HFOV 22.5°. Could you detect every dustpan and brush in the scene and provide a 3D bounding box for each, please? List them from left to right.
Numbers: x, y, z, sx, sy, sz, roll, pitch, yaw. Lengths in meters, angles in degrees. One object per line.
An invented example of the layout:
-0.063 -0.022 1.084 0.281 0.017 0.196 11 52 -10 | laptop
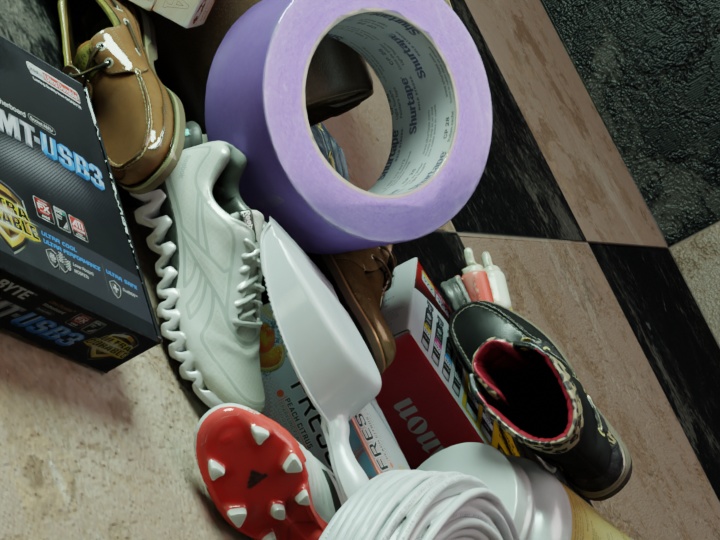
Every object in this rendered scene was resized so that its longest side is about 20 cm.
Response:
-0.020 0.077 1.210 0.200 0.057 0.140 60 5 30 | dustpan and brush

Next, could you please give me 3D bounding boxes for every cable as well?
0.035 0.227 1.152 0.200 0.069 0.200 46 56 -49 | cable
0.122 0.072 1.517 0.097 0.050 0.200 35 29 -62 | cable

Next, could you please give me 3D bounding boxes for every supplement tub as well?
0.126 0.231 1.396 0.200 0.145 0.145 40 27 -37 | supplement tub

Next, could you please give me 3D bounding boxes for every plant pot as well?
-0.092 -0.205 1.425 0.199 0.200 0.200 70 18 1 | plant pot

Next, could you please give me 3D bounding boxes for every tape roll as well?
-0.007 -0.115 1.316 0.200 0.085 0.200 5 82 -34 | tape roll

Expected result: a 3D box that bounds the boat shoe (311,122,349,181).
-0.073 -0.136 1.557 0.201 0.071 0.091 68 15 3 | boat shoe

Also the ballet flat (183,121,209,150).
-0.095 -0.063 1.371 0.200 0.068 0.068 27 37 -61 | ballet flat

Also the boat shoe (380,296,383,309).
-0.014 0.023 1.457 0.202 0.074 0.063 -79 166 -49 | boat shoe

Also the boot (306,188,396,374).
0.000 0.000 1.387 0.200 0.075 0.074 -115 -161 -45 | boot

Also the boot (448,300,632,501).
0.121 0.082 1.391 0.200 0.073 0.151 54 6 27 | boot

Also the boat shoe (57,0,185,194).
-0.177 -0.131 1.261 0.068 0.072 0.200 41 17 -40 | boat shoe

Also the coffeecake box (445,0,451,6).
-0.027 -0.265 1.637 0.200 0.153 0.073 58 -7 50 | coffeecake box

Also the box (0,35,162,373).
-0.211 -0.056 1.073 0.200 0.050 0.199 33 34 -58 | box

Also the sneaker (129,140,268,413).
-0.096 0.005 1.234 0.075 0.081 0.200 17 54 -68 | sneaker

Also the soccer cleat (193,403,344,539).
-0.045 0.152 1.200 0.200 0.069 0.085 46 3 -28 | soccer cleat

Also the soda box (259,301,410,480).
-0.021 0.115 1.314 0.200 0.064 0.068 64 18 7 | soda box

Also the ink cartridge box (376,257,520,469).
0.060 0.121 1.496 0.200 0.084 0.176 55 19 -20 | ink cartridge box

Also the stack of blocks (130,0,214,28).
-0.181 -0.272 1.304 0.200 0.115 0.059 29 13 1 | stack of blocks
